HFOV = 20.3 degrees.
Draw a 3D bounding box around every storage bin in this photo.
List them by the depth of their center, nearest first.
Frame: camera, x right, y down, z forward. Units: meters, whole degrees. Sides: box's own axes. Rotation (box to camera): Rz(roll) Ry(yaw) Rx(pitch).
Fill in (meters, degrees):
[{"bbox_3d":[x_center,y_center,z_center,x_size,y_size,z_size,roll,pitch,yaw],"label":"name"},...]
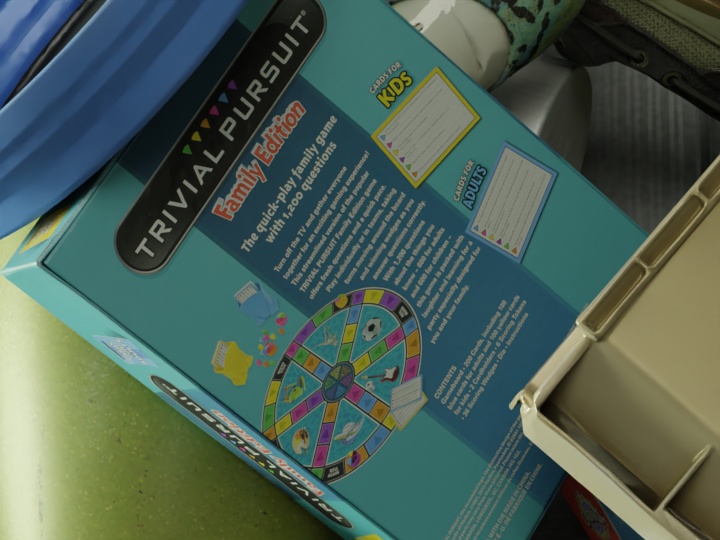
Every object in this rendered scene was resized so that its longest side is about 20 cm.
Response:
[{"bbox_3d":[0.182,0.037,0.628,0.200,0.094,0.199,41,79,7],"label":"storage bin"}]

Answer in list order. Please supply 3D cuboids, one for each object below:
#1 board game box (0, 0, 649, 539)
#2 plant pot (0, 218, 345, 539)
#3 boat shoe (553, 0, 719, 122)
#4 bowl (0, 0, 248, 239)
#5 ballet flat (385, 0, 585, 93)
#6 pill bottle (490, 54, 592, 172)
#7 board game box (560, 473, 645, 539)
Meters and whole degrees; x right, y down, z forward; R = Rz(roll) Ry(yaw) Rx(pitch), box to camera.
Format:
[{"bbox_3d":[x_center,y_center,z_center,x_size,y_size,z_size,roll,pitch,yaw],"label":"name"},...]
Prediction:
[{"bbox_3d":[0.000,0.000,0.702,0.200,0.047,0.151,40,71,-17],"label":"board game box"},{"bbox_3d":[-0.073,0.076,0.774,0.186,0.187,0.201,2,72,11],"label":"plant pot"},{"bbox_3d":[0.101,-0.111,0.815,0.200,0.066,0.072,26,34,-2],"label":"boat shoe"},{"bbox_3d":[-0.094,-0.091,0.700,0.200,0.039,0.201,-39,25,22],"label":"bowl"},{"bbox_3d":[-0.002,-0.071,0.776,0.199,0.074,0.075,-22,55,21],"label":"ballet flat"},{"bbox_3d":[-0.007,-0.070,0.875,0.199,0.110,0.110,17,63,19],"label":"pill bottle"},{"bbox_3d":[0.175,0.034,0.753,0.199,0.153,0.040,-31,77,-10],"label":"board game box"}]
